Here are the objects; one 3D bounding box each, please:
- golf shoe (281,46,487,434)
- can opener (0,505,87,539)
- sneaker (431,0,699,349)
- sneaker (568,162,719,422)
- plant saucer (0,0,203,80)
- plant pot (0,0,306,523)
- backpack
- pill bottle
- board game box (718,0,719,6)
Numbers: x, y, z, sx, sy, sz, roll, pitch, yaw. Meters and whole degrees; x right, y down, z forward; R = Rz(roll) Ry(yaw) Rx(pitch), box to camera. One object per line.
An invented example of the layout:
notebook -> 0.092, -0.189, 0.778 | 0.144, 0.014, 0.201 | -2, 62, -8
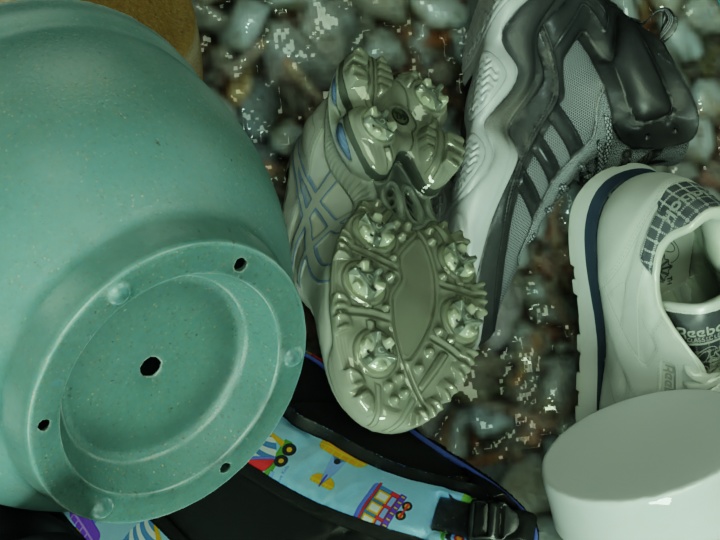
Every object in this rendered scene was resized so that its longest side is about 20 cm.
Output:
golf shoe -> 0.000, 0.000, 0.827 | 0.078, 0.097, 0.200 | 25, 44, -25
can opener -> -0.132, 0.124, 0.700 | 0.079, 0.200, 0.063 | 8, 86, -23
sneaker -> 0.099, -0.049, 0.888 | 0.114, 0.075, 0.200 | 14, 80, -9
sneaker -> 0.149, 0.051, 0.857 | 0.076, 0.080, 0.200 | -24, 113, -23
plant saucer -> -0.139, -0.134, 0.804 | 0.200, 0.200, 0.035 | 46, 117, -2
plant pot -> -0.105, 0.014, 0.708 | 0.200, 0.134, 0.200 | -21, 130, -28
backpack -> -0.036, 0.136, 0.807 | 0.200, 0.135, 0.183 | 35, 74, 29
pill bottle -> 0.154, 0.162, 0.817 | 0.114, 0.114, 0.200 | -23, 110, -13
board game box -> 0.279, -0.101, 0.945 | 0.151, 0.047, 0.200 | -18, 85, -13
